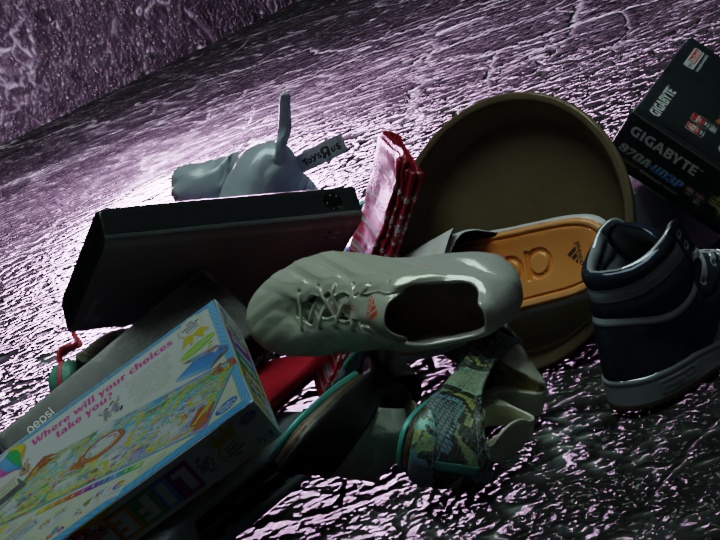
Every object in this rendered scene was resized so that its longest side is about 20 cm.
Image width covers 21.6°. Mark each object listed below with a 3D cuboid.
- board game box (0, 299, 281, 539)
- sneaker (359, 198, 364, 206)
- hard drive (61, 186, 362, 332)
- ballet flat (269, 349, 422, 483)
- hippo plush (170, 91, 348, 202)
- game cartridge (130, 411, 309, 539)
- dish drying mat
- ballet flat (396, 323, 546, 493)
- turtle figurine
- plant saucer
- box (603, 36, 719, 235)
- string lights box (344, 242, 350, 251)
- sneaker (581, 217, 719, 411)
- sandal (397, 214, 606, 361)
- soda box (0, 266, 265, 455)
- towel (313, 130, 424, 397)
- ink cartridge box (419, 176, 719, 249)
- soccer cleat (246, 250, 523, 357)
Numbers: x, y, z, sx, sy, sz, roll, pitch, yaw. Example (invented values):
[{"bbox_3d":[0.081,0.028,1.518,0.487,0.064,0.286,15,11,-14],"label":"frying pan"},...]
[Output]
[{"bbox_3d":[-0.152,0.118,1.217,0.199,0.034,0.135,-36,31,5],"label":"board game box"},{"bbox_3d":[0.056,-0.060,1.730,0.198,0.080,0.078,-20,14,-1],"label":"sneaker"},{"bbox_3d":[-0.112,-0.009,1.399,0.198,0.033,0.140,-6,-27,-24],"label":"hard drive"},{"bbox_3d":[0.003,0.095,1.235,0.068,0.068,0.200,-54,-3,23],"label":"ballet flat"},{"bbox_3d":[-0.095,-0.027,1.770,0.199,0.159,0.162,-27,37,39],"label":"hippo plush"},{"bbox_3d":[-0.115,0.150,1.271,0.132,0.042,0.200,-3,22,38],"label":"game cartridge"},{"bbox_3d":[-0.098,0.109,1.296,0.076,0.018,0.200,-13,17,36],"label":"dish drying mat"},{"bbox_3d":[0.083,0.088,1.203,0.074,0.075,0.200,-13,18,25],"label":"ballet flat"},{"bbox_3d":[-0.162,0.090,1.442,0.198,0.101,0.150,-10,24,-1],"label":"turtle figurine"},{"bbox_3d":[0.111,-0.025,1.342,0.199,0.202,0.029,-10,-12,34],"label":"plant saucer"},{"bbox_3d":[0.276,-0.087,1.391,0.046,0.158,0.200,-59,-7,30],"label":"box"},{"bbox_3d":[0.063,-0.024,1.628,0.198,0.059,0.103,-20,13,-1],"label":"string lights box"},{"bbox_3d":[0.220,0.000,1.219,0.199,0.109,0.070,-30,18,-35],"label":"sneaker"},{"bbox_3d":[0.079,0.003,1.308,0.206,0.080,0.059,-21,-18,33],"label":"sandal"},{"bbox_3d":[-0.161,0.091,1.351,0.200,0.071,0.063,-41,-20,-19],"label":"soda box"},{"bbox_3d":[0.000,0.000,1.395,0.022,0.202,0.145,16,11,-9],"label":"towel"},{"bbox_3d":[0.151,-0.020,1.431,0.199,0.085,0.146,-11,13,34],"label":"ink cartridge box"},{"bbox_3d":[0.008,0.023,1.233,0.198,0.070,0.078,-8,15,23],"label":"soccer cleat"}]
